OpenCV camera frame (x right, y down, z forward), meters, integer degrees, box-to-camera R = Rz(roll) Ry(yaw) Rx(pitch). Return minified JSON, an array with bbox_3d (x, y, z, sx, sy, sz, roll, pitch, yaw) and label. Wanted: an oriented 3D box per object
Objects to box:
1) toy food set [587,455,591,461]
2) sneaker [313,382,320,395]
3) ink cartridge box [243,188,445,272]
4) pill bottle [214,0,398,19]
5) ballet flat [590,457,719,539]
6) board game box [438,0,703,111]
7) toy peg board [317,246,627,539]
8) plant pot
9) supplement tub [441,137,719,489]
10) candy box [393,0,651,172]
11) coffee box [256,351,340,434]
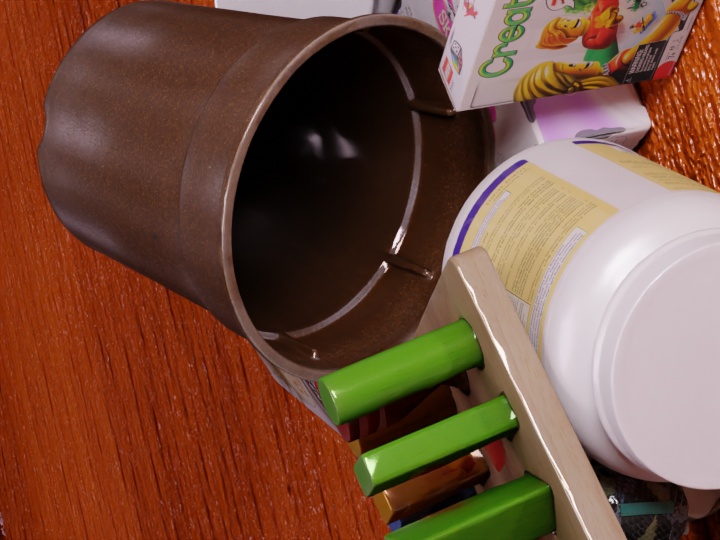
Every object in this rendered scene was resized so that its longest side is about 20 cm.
[{"bbox_3d":[0.122,0.165,1.746,0.144,0.060,0.201,-136,48,-60],"label":"toy food set"},{"bbox_3d":[0.050,0.081,1.682,0.201,0.115,0.078,56,177,18],"label":"sneaker"},{"bbox_3d":[0.000,0.000,1.721,0.199,0.039,0.100,16,145,37],"label":"ink cartridge box"},{"bbox_3d":[-0.029,-0.184,1.790,0.200,0.113,0.115,-70,-25,-76],"label":"pill bottle"},{"bbox_3d":[0.161,0.119,1.549,0.200,0.074,0.075,-25,-73,-76],"label":"ballet flat"},{"bbox_3d":[0.120,-0.159,1.451,0.200,0.125,0.035,107,147,-55],"label":"board game box"},{"bbox_3d":[0.045,0.123,1.463,0.199,0.097,0.201,112,135,-69],"label":"toy peg board"},{"bbox_3d":[-0.064,-0.058,1.614,0.198,0.200,0.202,18,119,44],"label":"plant pot"},{"bbox_3d":[0.139,0.021,1.462,0.200,0.144,0.147,-144,47,-65],"label":"supplement tub"},{"bbox_3d":[0.082,-0.104,1.677,0.200,0.071,0.169,116,139,-62],"label":"candy box"},{"bbox_3d":[-0.024,0.038,2.001,0.115,0.080,0.200,57,171,-22],"label":"coffee box"}]
